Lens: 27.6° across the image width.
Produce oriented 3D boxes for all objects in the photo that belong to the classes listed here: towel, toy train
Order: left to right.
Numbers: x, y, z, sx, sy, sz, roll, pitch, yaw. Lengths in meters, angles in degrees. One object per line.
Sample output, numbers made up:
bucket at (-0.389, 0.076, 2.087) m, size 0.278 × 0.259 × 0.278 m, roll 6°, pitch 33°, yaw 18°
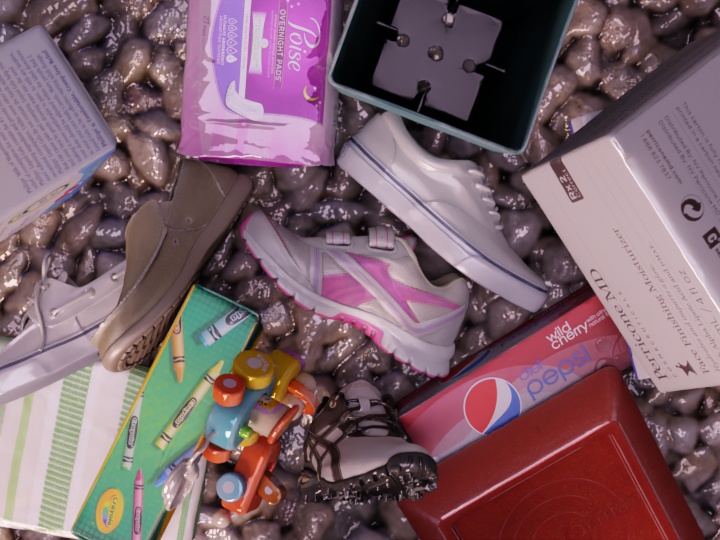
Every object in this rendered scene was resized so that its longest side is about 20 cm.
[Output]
towel at (-0.220, 0.144, 1.182) m, size 0.198 × 0.023 × 0.154 m, roll 12°, pitch 94°, yaw 1°
toy train at (-0.076, 0.133, 1.092) m, size 0.055 × 0.200 × 0.152 m, roll 24°, pitch 88°, yaw 12°

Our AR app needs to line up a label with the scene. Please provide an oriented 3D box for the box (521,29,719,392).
box at (0.261, -0.051, 1.049) m, size 0.199 × 0.131 × 0.200 m, roll -37°, pitch 95°, yaw -22°

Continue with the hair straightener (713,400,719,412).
hair straightener at (0.302, 0.080, 1.164) m, size 0.199 × 0.041 × 0.077 m, roll 37°, pitch 94°, yaw -3°

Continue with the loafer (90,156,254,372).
loafer at (-0.151, -0.009, 1.098) m, size 0.068 × 0.076 × 0.201 m, roll 31°, pitch 51°, yaw -1°

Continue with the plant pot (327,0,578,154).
plant pot at (0.061, -0.168, 1.059) m, size 0.140 × 0.200 × 0.143 m, roll 20°, pitch 91°, yaw -3°

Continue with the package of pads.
package of pads at (-0.072, -0.181, 1.123) m, size 0.119 × 0.076 × 0.203 m, roll 4°, pitch 95°, yaw 1°

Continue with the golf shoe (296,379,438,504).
golf shoe at (-0.001, 0.127, 1.096) m, size 0.077 × 0.200 × 0.096 m, roll 6°, pitch 79°, yaw -22°

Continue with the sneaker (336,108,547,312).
sneaker at (0.075, -0.049, 1.137) m, size 0.199 × 0.073 × 0.071 m, roll 40°, pitch 97°, yaw -3°

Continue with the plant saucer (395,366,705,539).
plant saucer at (0.156, 0.202, 1.143) m, size 0.198 × 0.037 × 0.201 m, roll -30°, pitch 116°, yaw 3°

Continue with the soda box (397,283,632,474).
soda box at (0.127, 0.084, 1.150) m, size 0.199 × 0.070 × 0.064 m, roll -33°, pitch 94°, yaw 3°

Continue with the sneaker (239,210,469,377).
sneaker at (0.000, 0.000, 1.143) m, size 0.199 × 0.081 × 0.089 m, roll 29°, pitch 93°, yaw -11°

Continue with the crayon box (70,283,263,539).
crayon box at (-0.142, 0.116, 1.105) m, size 0.058 × 0.119 × 0.202 m, roll 26°, pitch 84°, yaw 0°

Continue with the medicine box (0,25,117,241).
medicine box at (-0.296, -0.063, 1.051) m, size 0.199 × 0.182 × 0.103 m, roll -36°, pitch 96°, yaw -21°

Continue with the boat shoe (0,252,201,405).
boat shoe at (-0.227, 0.029, 1.136) m, size 0.201 × 0.075 × 0.087 m, roll -29°, pitch 84°, yaw -11°

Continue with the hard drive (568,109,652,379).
hard drive at (0.243, -0.030, 1.123) m, size 0.131 × 0.025 × 0.202 m, roll -12°, pitch 86°, yaw -23°
